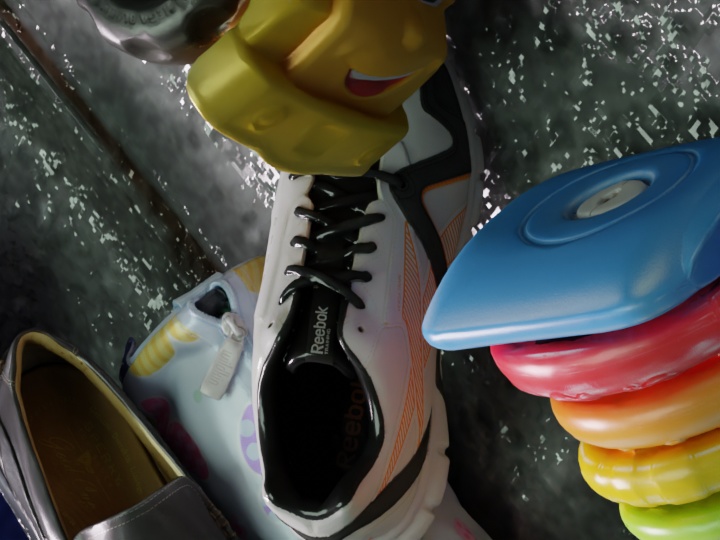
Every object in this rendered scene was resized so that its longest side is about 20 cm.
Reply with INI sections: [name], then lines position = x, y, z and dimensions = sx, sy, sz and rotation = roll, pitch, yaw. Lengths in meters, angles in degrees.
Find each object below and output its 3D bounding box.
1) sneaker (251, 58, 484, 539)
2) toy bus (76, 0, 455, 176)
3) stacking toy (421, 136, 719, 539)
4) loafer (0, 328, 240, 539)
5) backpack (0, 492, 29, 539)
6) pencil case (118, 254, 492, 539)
[sneaker]
position = 0.000, 0.000, 0.807
dimensions = 0.073, 0.080, 0.202
rotation = -2, 83, 16
[toy bus]
position = -0.005, -0.158, 0.739
dimensions = 0.191, 0.136, 0.201
rotation = -34, 70, 18
[stacking toy]
position = 0.118, 0.063, 0.751
dimensions = 0.109, 0.116, 0.201
rotation = -9, 112, 45
[loafer]
position = -0.081, 0.106, 0.863
dimensions = 0.200, 0.073, 0.072
rotation = 47, 158, 27
[backpack]
position = -0.229, 0.082, 1.048
dimensions = 0.162, 0.167, 0.202
rotation = -2, 93, 50
[pencil case]
position = -0.005, 0.089, 0.886
dimensions = 0.200, 0.083, 0.091
rotation = 53, 153, 14
